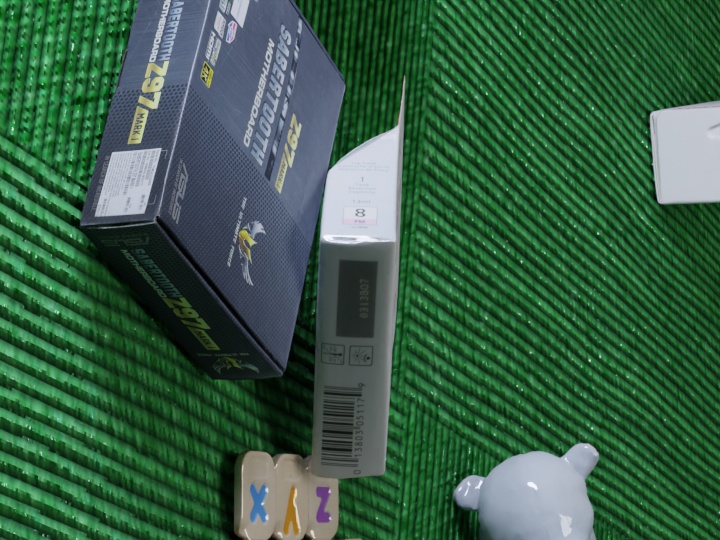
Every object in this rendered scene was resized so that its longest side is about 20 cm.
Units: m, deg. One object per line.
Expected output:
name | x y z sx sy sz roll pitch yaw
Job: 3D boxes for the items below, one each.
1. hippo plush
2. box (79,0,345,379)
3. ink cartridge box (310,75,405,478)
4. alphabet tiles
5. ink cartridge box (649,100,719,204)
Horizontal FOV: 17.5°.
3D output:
hippo plush | 0.109 0.208 1.551 0.200 0.158 0.161 74 -6 -56
box | -0.074 -0.065 1.258 0.158 0.051 0.201 55 39 -49
ink cartridge box | 0.000 0.000 1.382 0.200 0.057 0.164 -92 -176 -58
alphabet tiles | -0.044 0.202 1.328 0.200 0.015 0.197 12 76 -64
ink cartridge box | 0.353 -0.109 2.052 0.200 0.145 0.085 -16 102 -64
